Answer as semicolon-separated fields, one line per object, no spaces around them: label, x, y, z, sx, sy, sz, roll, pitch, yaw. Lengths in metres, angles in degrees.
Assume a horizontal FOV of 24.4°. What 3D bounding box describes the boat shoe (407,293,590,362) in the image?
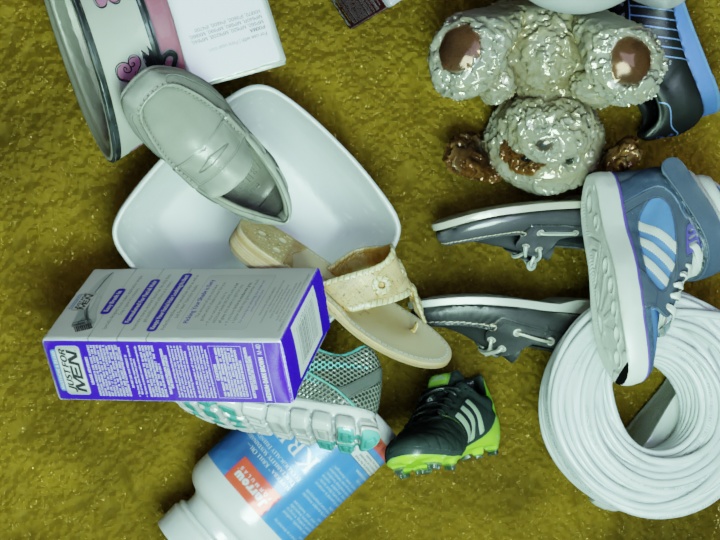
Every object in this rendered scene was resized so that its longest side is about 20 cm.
boat shoe;0.138;0.052;1.483;0.200;0.074;0.060;3;90;-20

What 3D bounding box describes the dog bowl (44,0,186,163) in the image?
dog bowl;-0.196;-0.191;1.323;0.074;0.200;0.200;-19;99;-14

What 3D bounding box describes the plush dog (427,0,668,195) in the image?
plush dog;0.158;-0.148;1.449;0.200;0.161;0.172;4;113;5

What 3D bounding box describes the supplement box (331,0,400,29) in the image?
supplement box;0.033;-0.258;1.361;0.109;0.200;0.061;-36;97;-6

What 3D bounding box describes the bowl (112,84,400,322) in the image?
bowl;-0.091;-0.038;1.423;0.200;0.075;0.200;-45;102;-4

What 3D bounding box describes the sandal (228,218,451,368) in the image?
sandal;-0.001;0.003;1.361;0.212;0.078;0.070;30;117;-9

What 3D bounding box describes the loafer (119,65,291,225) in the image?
loafer;-0.112;-0.094;1.288;0.070;0.070;0.200;-47;145;5

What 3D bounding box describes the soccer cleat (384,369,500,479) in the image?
soccer cleat;0.067;0.130;1.426;0.067;0.200;0.081;-13;86;22

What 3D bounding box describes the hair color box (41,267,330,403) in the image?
hair color box;-0.136;0.050;1.319;0.200;0.109;0.065;1;121;17

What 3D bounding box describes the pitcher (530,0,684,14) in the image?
pitcher;0.173;-0.281;1.364;0.172;0.200;0.121;35;113;26

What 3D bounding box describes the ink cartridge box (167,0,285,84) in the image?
ink cartridge box;-0.136;-0.250;1.356;0.084;0.144;0.200;-19;99;-9

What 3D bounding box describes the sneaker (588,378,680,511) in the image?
sneaker;0.308;0.163;1.526;0.116;0.074;0.200;40;86;-10

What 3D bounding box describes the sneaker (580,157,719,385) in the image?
sneaker;0.269;0.001;1.395;0.146;0.081;0.200;1;60;-10

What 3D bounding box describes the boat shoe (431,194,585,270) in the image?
boat shoe;0.162;-0.031;1.478;0.200;0.073;0.063;-7;94;-16

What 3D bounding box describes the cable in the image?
cable;0.251;0.113;1.446;0.200;0.069;0.200;20;79;-11

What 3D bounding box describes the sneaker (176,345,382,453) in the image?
sneaker;-0.072;0.087;1.368;0.200;0.078;0.091;12;67;9

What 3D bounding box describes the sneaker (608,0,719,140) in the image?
sneaker;0.246;-0.212;1.477;0.078;0.070;0.200;-28;97;-9

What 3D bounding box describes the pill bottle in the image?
pill bottle;-0.073;0.177;1.428;0.200;0.112;0.112;-44;102;-5
